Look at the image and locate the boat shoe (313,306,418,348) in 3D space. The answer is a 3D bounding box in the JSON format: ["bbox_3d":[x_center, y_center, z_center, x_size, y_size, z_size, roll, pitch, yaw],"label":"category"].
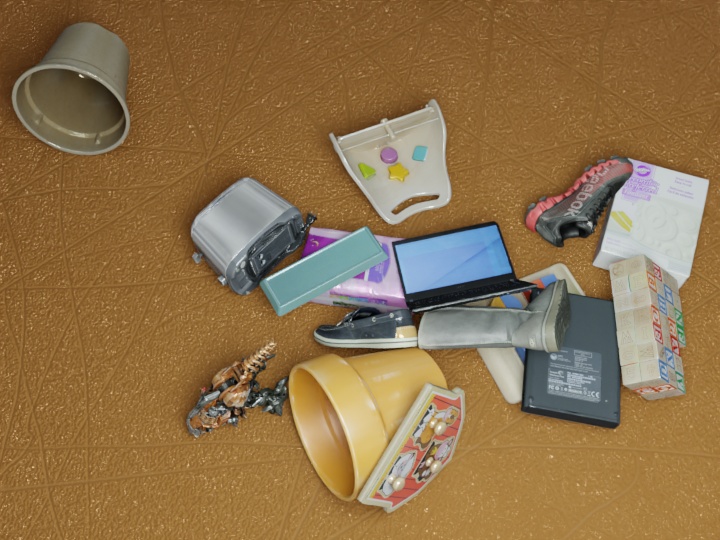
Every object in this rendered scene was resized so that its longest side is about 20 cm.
[{"bbox_3d":[0.006,0.087,1.140,0.075,0.200,0.062,-1,86,-44],"label":"boat shoe"}]

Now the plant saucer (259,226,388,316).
[{"bbox_3d":[-0.058,-0.004,1.178,0.200,0.019,0.070,-29,66,-11],"label":"plant saucer"}]

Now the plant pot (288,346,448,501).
[{"bbox_3d":[0.022,0.199,1.070,0.183,0.200,0.200,-18,62,-25],"label":"plant pot"}]

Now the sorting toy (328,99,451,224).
[{"bbox_3d":[0.069,-0.175,1.309,0.200,0.107,0.180,-20,71,-9],"label":"sorting toy"}]

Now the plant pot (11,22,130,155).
[{"bbox_3d":[-0.509,-0.348,1.375,0.200,0.201,0.184,-1,51,2],"label":"plant pot"}]

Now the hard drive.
[{"bbox_3d":[0.320,0.127,1.126,0.139,0.033,0.200,10,61,3],"label":"hard drive"}]

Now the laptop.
[{"bbox_3d":[0.146,-0.010,1.109,0.177,0.200,0.103,-12,92,1],"label":"laptop"}]

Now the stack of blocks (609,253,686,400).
[{"bbox_3d":[0.443,0.090,1.138,0.059,0.115,0.200,-22,53,40],"label":"stack of blocks"}]

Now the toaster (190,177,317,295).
[{"bbox_3d":[-0.185,-0.067,1.247,0.129,0.114,0.200,38,72,21],"label":"toaster"}]

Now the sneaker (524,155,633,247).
[{"bbox_3d":[0.379,-0.109,1.247,0.200,0.071,0.098,-34,53,6],"label":"sneaker"}]

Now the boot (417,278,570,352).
[{"bbox_3d":[0.201,0.068,1.105,0.200,0.073,0.182,-6,17,28],"label":"boot"}]

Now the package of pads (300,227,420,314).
[{"bbox_3d":[0.000,0.000,1.227,0.200,0.076,0.121,8,61,6],"label":"package of pads"}]

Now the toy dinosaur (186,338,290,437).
[{"bbox_3d":[-0.177,0.178,1.101,0.200,0.136,0.102,-27,76,34],"label":"toy dinosaur"}]

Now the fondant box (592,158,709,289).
[{"bbox_3d":[0.491,-0.081,1.263,0.144,0.058,0.200,18,63,11],"label":"fondant box"}]

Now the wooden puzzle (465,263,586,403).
[{"bbox_3d":[0.282,0.091,1.186,0.200,0.046,0.185,-23,64,-9],"label":"wooden puzzle"}]

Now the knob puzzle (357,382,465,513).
[{"bbox_3d":[0.094,0.252,1.028,0.030,0.220,0.220,30,67,32],"label":"knob puzzle"}]
